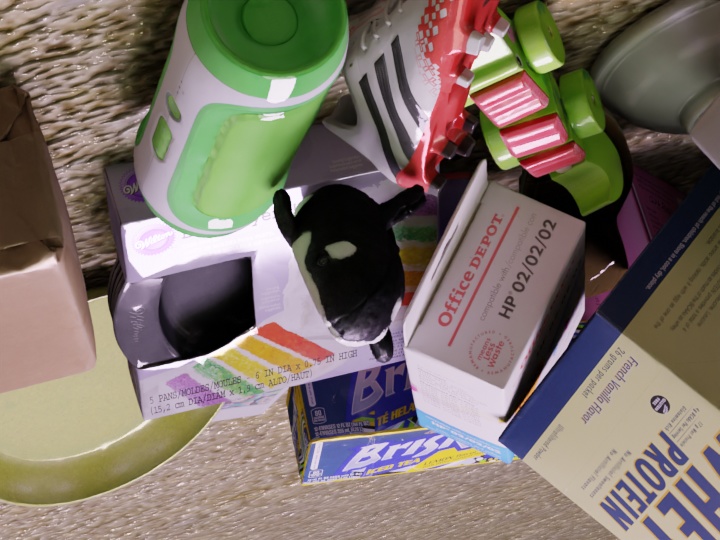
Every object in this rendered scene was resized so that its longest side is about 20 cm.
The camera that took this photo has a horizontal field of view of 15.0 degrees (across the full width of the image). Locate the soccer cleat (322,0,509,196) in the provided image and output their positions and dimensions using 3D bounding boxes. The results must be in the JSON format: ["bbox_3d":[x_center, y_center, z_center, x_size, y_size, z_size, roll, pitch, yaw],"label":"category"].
[{"bbox_3d":[0.029,-0.121,1.398,0.069,0.085,0.201,-53,166,-36],"label":"soccer cleat"}]

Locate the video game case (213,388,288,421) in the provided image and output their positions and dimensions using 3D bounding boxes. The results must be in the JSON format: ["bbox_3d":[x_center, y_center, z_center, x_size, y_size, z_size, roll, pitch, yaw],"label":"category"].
[{"bbox_3d":[-0.114,0.069,1.908,0.181,0.024,0.200,-7,160,-28],"label":"video game case"}]

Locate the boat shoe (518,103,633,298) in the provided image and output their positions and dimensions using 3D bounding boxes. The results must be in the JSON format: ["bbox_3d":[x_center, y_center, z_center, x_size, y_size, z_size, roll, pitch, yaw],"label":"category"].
[{"bbox_3d":[0.126,-0.055,1.680,0.073,0.067,0.200,-14,149,-5],"label":"boat shoe"}]

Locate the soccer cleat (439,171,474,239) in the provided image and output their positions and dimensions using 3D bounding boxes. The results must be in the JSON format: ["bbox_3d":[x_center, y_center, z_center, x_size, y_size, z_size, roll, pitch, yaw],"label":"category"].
[{"bbox_3d":[0.000,0.000,1.713,0.199,0.077,0.067,-26,160,29],"label":"soccer cleat"}]

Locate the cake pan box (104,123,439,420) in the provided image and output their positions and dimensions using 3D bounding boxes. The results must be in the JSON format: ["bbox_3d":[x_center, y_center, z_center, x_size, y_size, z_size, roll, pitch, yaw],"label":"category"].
[{"bbox_3d":[-0.052,-0.003,1.605,0.198,0.053,0.185,-12,139,-10],"label":"cake pan box"}]

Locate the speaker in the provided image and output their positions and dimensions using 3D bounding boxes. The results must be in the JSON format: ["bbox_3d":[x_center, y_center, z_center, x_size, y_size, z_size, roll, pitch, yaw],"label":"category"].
[{"bbox_3d":[-0.063,-0.088,1.382,0.088,0.089,0.200,-11,161,-18],"label":"speaker"}]

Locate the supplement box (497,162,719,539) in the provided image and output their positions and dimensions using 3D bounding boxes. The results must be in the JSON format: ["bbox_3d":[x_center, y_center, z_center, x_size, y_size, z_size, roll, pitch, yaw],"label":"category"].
[{"bbox_3d":[0.227,0.072,1.609,0.200,0.199,0.134,-47,174,-44],"label":"supplement box"}]

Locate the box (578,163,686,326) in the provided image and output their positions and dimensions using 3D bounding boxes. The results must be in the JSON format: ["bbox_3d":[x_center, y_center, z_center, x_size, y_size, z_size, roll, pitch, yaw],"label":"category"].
[{"bbox_3d":[0.137,0.020,1.865,0.199,0.097,0.176,-25,161,21],"label":"box"}]

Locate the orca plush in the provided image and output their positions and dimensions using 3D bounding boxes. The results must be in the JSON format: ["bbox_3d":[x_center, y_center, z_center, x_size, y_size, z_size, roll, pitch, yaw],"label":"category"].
[{"bbox_3d":[0.012,-0.012,1.441,0.071,0.106,0.200,-32,178,7],"label":"orca plush"}]

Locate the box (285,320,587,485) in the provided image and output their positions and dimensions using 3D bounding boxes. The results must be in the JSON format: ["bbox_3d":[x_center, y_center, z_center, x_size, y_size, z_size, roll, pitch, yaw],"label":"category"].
[{"bbox_3d":[0.055,0.085,1.750,0.198,0.065,0.070,-7,152,-11],"label":"box"}]

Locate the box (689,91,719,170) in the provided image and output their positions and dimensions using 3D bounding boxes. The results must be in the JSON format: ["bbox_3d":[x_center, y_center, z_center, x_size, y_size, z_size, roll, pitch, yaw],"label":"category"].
[{"bbox_3d":[0.326,-0.095,1.527,0.200,0.131,0.198,-52,149,19],"label":"box"}]

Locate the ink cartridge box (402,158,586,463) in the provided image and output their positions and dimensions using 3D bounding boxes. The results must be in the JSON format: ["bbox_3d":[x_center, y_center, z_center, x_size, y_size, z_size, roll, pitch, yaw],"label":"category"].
[{"bbox_3d":[0.081,0.027,1.617,0.067,0.116,0.200,23,164,12],"label":"ink cartridge box"}]

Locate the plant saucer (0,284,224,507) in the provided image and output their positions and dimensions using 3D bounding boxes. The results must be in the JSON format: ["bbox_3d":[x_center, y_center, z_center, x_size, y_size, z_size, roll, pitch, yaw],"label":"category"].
[{"bbox_3d":[-0.174,0.074,1.765,0.199,0.031,0.201,-21,143,-17],"label":"plant saucer"}]

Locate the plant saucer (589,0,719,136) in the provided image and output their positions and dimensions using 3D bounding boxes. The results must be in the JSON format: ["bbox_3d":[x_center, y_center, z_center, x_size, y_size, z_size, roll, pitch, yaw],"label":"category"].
[{"bbox_3d":[0.235,-0.120,1.610,0.199,0.051,0.200,-16,163,-5],"label":"plant saucer"}]

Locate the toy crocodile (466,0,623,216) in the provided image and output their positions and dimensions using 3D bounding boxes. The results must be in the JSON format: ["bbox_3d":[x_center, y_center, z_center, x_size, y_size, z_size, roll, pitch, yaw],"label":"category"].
[{"bbox_3d":[0.091,-0.093,1.516,0.067,0.062,0.200,-20,149,15],"label":"toy crocodile"}]

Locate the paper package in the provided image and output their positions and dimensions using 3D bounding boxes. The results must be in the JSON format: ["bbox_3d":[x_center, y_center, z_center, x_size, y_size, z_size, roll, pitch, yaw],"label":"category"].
[{"bbox_3d":[-0.245,0.000,1.452,0.189,0.104,0.200,-14,163,-3],"label":"paper package"}]
